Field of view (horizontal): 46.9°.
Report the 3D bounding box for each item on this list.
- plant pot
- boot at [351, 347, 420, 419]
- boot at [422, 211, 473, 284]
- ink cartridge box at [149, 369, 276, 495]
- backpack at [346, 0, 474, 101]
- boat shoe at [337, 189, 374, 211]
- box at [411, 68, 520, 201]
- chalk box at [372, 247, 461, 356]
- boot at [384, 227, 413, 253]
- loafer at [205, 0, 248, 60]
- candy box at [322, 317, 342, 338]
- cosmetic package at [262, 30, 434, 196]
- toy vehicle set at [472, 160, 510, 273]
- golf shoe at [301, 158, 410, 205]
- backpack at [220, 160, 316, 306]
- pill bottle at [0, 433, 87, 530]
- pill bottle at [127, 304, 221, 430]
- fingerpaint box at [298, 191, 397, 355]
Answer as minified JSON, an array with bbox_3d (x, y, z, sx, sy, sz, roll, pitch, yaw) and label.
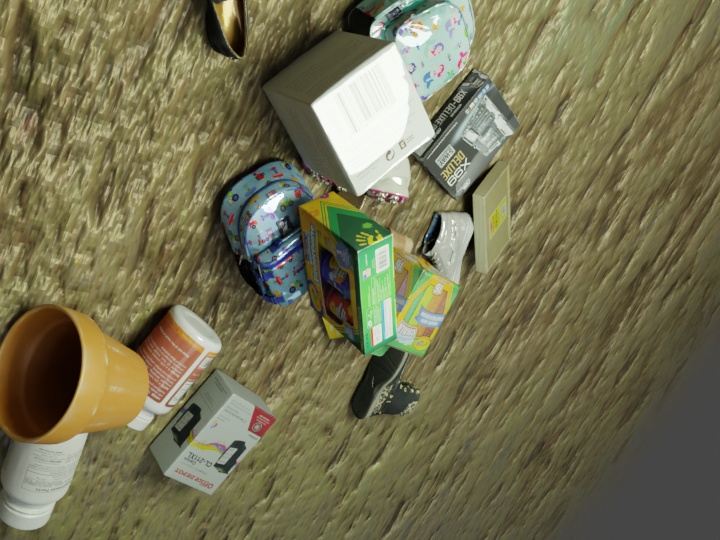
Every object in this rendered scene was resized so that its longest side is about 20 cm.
[{"bbox_3d":[-0.437,0.173,1.296,0.202,0.200,0.182,-52,148,6],"label":"plant pot"},{"bbox_3d":[0.081,0.244,1.842,0.152,0.074,0.206,12,116,-46],"label":"boot"},{"bbox_3d":[0.163,-0.029,1.724,0.094,0.073,0.205,4,108,-33],"label":"boot"},{"bbox_3d":[-0.281,0.313,1.588,0.201,0.083,0.146,-49,138,0],"label":"ink cartridge box"},{"bbox_3d":[0.098,-0.390,1.359,0.199,0.150,0.179,-40,135,-15],"label":"backpack"},{"bbox_3d":[0.009,-0.160,1.509,0.073,0.063,0.200,44,92,-2],"label":"boat shoe"},{"bbox_3d":[0.202,-0.257,1.598,0.201,0.050,0.157,-50,137,1],"label":"box"},{"bbox_3d":[0.073,0.077,1.573,0.123,0.123,0.203,19,101,-45],"label":"chalk box"},{"bbox_3d":[0.000,0.000,1.624,0.163,0.073,0.203,9,118,-27],"label":"boot"},{"bbox_3d":[-0.188,-0.397,1.169,0.072,0.072,0.203,-25,132,-20],"label":"loafer"},{"bbox_3d":[-0.036,0.052,1.609,0.099,0.027,0.203,-8,133,10],"label":"candy box"},{"bbox_3d":[-0.021,-0.251,1.293,0.164,0.199,0.167,-37,122,-11],"label":"cosmetic package"},{"bbox_3d":[0.278,-0.111,1.744,0.125,0.026,0.203,-49,143,-37],"label":"toy vehicle set"},{"bbox_3d":[-0.004,-0.181,1.446,0.195,0.075,0.094,16,83,-10],"label":"golf shoe"},{"bbox_3d":[-0.135,-0.070,1.401,0.180,0.134,0.203,-32,132,-17],"label":"backpack"},{"bbox_3d":[-0.529,0.319,1.370,0.113,0.114,0.203,9,114,-41],"label":"pill bottle"},{"bbox_3d":[-0.339,0.169,1.419,0.201,0.112,0.112,-49,137,2],"label":"pill bottle"},{"bbox_3d":[-0.020,0.004,1.325,0.072,0.166,0.204,-25,131,-26],"label":"fingerpaint box"}]
